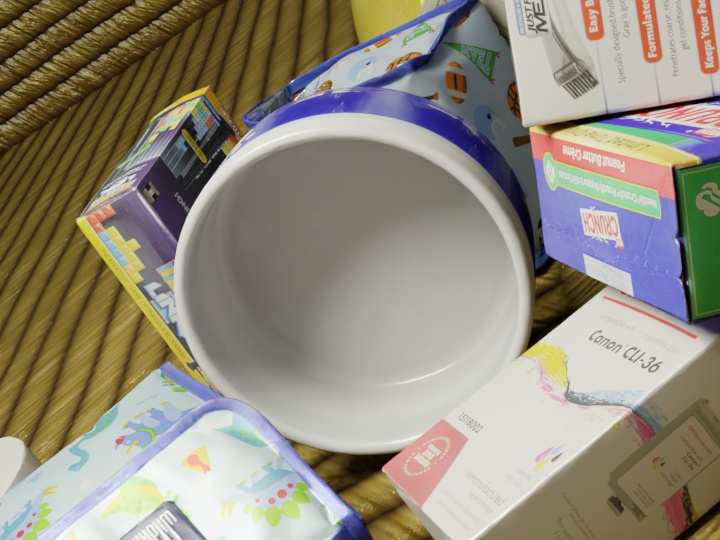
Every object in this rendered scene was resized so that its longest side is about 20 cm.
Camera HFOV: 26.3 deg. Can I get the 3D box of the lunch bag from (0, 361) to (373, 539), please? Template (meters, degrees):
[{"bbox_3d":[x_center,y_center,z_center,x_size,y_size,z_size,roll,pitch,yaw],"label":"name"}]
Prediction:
[{"bbox_3d":[-0.107,0.156,0.829,0.170,0.127,0.200,-39,31,-17],"label":"lunch bag"}]

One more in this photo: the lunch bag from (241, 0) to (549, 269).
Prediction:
[{"bbox_3d":[0.026,-0.068,1.052,0.200,0.170,0.124,-15,25,45],"label":"lunch bag"}]

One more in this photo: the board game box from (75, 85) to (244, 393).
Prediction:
[{"bbox_3d":[-0.089,-0.004,1.052,0.057,0.200,0.165,-26,21,23],"label":"board game box"}]

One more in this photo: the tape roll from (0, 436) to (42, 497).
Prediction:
[{"bbox_3d":[-0.300,0.211,1.108,0.202,0.071,0.202,-33,18,12],"label":"tape roll"}]

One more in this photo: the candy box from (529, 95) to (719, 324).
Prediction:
[{"bbox_3d":[0.201,-0.047,0.719,0.200,0.077,0.169,-15,15,-12],"label":"candy box"}]

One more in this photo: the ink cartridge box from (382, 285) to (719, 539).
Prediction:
[{"bbox_3d":[0.120,0.067,0.706,0.200,0.068,0.116,-38,18,-8],"label":"ink cartridge box"}]

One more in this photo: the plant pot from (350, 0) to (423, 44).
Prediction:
[{"bbox_3d":[0.083,-0.186,1.257,0.200,0.200,0.142,-23,43,34],"label":"plant pot"}]

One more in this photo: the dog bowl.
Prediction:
[{"bbox_3d":[0.000,0.000,0.878,0.200,0.200,0.079,-30,17,19],"label":"dog bowl"}]

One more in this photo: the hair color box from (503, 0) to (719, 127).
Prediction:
[{"bbox_3d":[0.168,-0.140,0.729,0.200,0.111,0.064,-8,11,11],"label":"hair color box"}]

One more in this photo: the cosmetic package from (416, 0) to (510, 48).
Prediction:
[{"bbox_3d":[0.087,-0.145,1.101,0.087,0.103,0.200,-49,-8,-38],"label":"cosmetic package"}]
